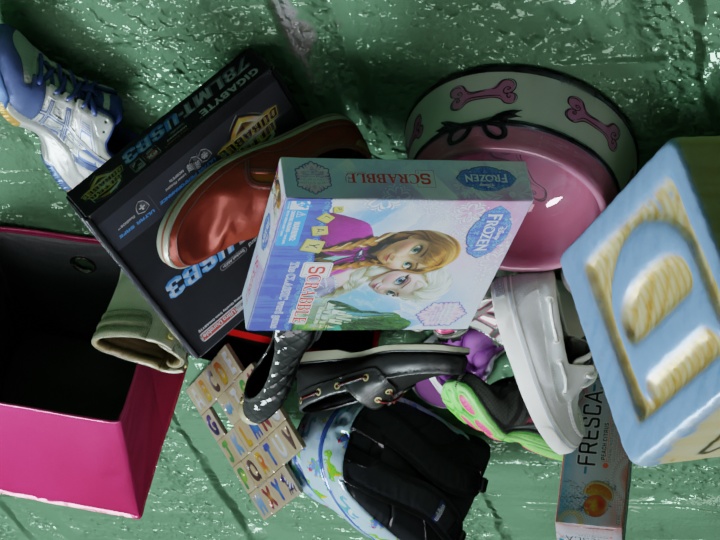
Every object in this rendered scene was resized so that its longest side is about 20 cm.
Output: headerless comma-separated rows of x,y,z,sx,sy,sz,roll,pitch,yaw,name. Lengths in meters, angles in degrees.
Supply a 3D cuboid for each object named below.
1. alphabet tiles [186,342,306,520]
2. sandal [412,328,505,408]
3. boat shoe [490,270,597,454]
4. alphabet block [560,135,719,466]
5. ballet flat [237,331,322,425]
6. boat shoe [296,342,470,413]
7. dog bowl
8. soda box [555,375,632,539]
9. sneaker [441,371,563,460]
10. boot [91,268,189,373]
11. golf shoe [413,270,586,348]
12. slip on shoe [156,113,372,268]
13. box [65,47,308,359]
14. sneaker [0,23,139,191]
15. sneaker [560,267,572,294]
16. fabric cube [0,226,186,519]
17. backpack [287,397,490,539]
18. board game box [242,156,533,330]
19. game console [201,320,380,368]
-0.114,0.167,1.742,0.168,0.008,0.200,58,153,8,alphabet tiles
0.097,0.094,1.655,0.082,0.050,0.203,18,145,-6,sandal
0.174,0.080,1.482,0.068,0.072,0.201,-15,119,14,boat shoe
0.306,0.022,1.304,0.199,0.197,0.195,-3,154,-26,alphabet block
-0.085,0.080,1.581,0.057,0.067,0.200,12,140,-15,ballet flat
0.021,0.103,1.613,0.201,0.063,0.074,-10,166,36,boat shoe
0.129,-0.075,1.389,0.199,0.074,0.201,8,145,6,dog bowl
0.226,0.167,1.582,0.063,0.201,0.069,4,145,13,soda box
0.152,0.126,1.640,0.077,0.084,0.200,25,-178,43,sneaker
-0.137,0.020,1.536,0.199,0.155,0.072,4,145,15,boot
0.129,0.024,1.528,0.199,0.077,0.088,4,139,13,golf shoe
-0.076,-0.061,1.363,0.199,0.061,0.074,-30,134,-16,slip on shoe
-0.117,-0.053,1.414,0.050,0.200,0.199,41,168,45,box
-0.250,-0.148,1.427,0.088,0.076,0.200,-13,146,15,sneaker
0.251,0.046,1.472,0.200,0.100,0.078,27,144,-36,sneaker
-0.293,0.102,1.666,0.195,0.201,0.200,8,146,7,fabric cube
0.022,0.204,1.735,0.153,0.164,0.200,15,166,36,backpack
0.017,-0.017,1.356,0.198,0.041,0.200,0,148,-14,board game box
-0.080,0.058,1.688,0.199,0.031,0.177,13,151,2,game console
